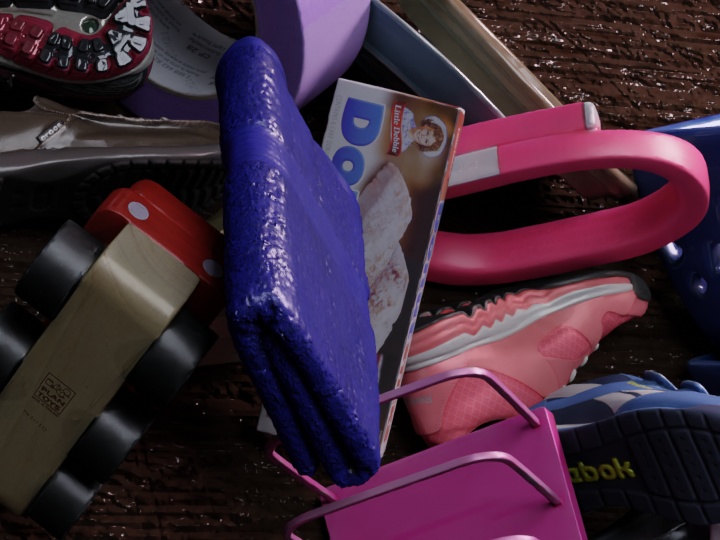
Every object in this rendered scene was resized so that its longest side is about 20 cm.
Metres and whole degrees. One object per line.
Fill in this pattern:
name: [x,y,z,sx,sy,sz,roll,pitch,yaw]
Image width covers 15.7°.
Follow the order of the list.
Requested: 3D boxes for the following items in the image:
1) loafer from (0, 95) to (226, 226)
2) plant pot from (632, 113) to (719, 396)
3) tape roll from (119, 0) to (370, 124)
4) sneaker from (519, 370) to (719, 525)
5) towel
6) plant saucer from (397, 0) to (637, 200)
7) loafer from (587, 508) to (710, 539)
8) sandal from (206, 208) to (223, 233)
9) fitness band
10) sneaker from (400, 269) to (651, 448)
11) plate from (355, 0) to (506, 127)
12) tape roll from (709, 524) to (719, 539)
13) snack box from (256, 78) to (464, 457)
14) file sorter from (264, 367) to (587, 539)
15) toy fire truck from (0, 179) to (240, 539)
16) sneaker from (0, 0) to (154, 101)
loafer: [-0.160,-0.069,1.443,0.199,0.073,0.071,-1,59,-23]
plant pot: [0.305,-0.015,1.585,0.199,0.200,0.181,-13,96,-37]
tape roll: [-0.092,-0.172,1.469,0.200,0.200,0.066,47,50,4]
sneaker: [0.161,0.091,1.431,0.082,0.199,0.074,-35,113,-42]
towel: [-0.038,-0.003,1.310,0.201,0.049,0.148,-95,161,-47]
plant saucer: [0.090,-0.112,1.575,0.200,0.029,0.200,46,8,-8]
loafer: [0.146,0.179,1.448,0.200,0.068,0.070,-31,69,-20]
sandal: [-0.060,-0.007,1.484,0.211,0.078,0.070,-27,96,-31]
fitness band: [0.100,-0.041,1.496,0.199,0.144,0.038,-11,64,17]
sneaker: [0.094,0.053,1.534,0.199,0.074,0.087,-15,95,-39]
plate: [0.029,-0.116,1.536,0.200,0.200,0.026,41,89,-1]
tape roll: [0.269,0.171,1.471,0.202,0.037,0.204,21,61,-43]
snack box: [0.000,0.000,1.437,0.072,0.024,0.201,14,95,10]
file sorter: [0.042,0.170,1.345,0.125,0.138,0.201,40,32,-61]
toy fire truck: [-0.110,0.029,1.366,0.128,0.176,0.200,37,36,-2]
sneaker: [-0.214,-0.134,1.456,0.199,0.075,0.081,15,70,3]
